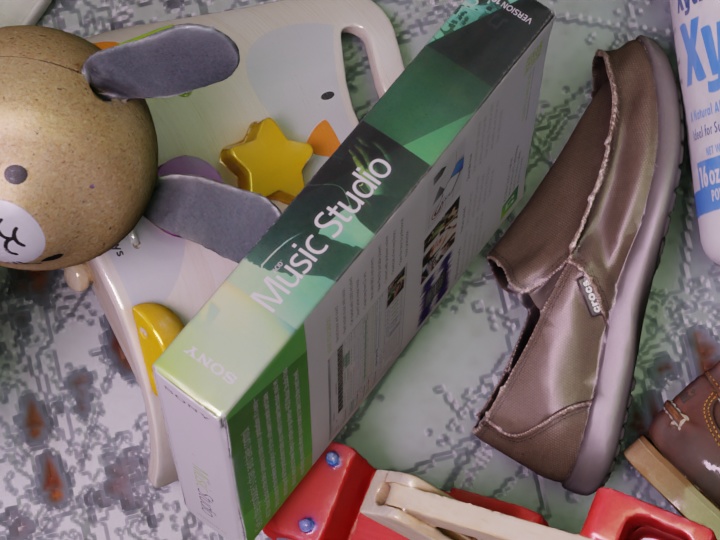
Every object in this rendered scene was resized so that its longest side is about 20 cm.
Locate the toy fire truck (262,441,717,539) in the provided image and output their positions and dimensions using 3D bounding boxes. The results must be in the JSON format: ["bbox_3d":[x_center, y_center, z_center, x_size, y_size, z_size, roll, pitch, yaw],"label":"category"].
[{"bbox_3d":[0.042,0.107,0.735,0.200,0.141,0.049,17,74,21],"label":"toy fire truck"}]

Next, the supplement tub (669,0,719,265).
[{"bbox_3d":[0.197,-0.107,0.786,0.132,0.132,0.200,-7,85,-1],"label":"supplement tub"}]

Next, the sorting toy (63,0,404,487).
[{"bbox_3d":[-0.046,-0.039,0.808,0.180,0.107,0.200,-25,85,-22],"label":"sorting toy"}]

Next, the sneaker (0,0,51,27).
[{"bbox_3d":[-0.212,-0.105,0.806,0.200,0.085,0.073,-37,85,-5],"label":"sneaker"}]

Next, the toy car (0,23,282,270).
[{"bbox_3d":[-0.130,-0.029,0.666,0.200,0.164,0.158,-5,45,10],"label":"toy car"}]

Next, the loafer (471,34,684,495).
[{"bbox_3d":[0.091,-0.007,0.804,0.071,0.073,0.200,11,84,1],"label":"loafer"}]

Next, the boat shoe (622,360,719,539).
[{"bbox_3d":[0.202,0.124,0.781,0.070,0.070,0.200,-44,86,2],"label":"boat shoe"}]

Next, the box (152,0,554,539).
[{"bbox_3d":[0.000,0.000,0.711,0.036,0.144,0.200,32,67,14],"label":"box"}]
